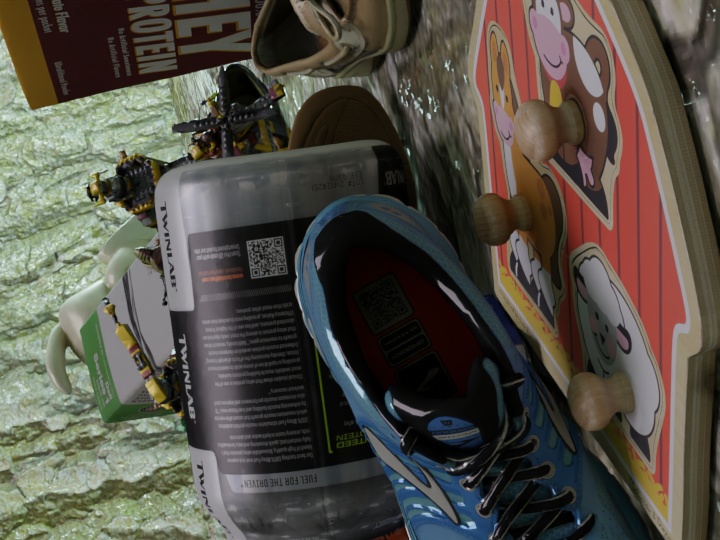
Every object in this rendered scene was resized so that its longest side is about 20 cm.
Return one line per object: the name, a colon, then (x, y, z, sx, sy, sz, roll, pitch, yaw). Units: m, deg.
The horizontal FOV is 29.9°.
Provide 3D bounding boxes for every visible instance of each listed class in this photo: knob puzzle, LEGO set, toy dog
knob puzzle: (0.064, -0.030, 0.454, 0.220, 0.030, 0.220, 166, 90, -81)
LEGO set: (-0.095, -0.009, 0.791, 0.116, 0.153, 0.201, 11, -111, -64)
toy dog: (-0.155, 0.064, 1.183, 0.200, 0.194, 0.140, 38, 142, 15)

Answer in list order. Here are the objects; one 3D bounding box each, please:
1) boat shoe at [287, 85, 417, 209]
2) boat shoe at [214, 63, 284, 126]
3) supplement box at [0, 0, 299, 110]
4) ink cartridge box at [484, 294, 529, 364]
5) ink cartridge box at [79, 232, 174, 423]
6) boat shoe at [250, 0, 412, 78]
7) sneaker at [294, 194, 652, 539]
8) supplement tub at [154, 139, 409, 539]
boat shoe: (0.000, 0.000, 0.748, 0.069, 0.073, 0.201, 176, 85, -86)
boat shoe: (-0.101, -0.114, 1.188, 0.200, 0.073, 0.065, -115, 9, -51)
supplement box: (-0.127, -0.231, 0.785, 0.133, 0.197, 0.200, 97, 156, -66)
ink cartridge box: (0.064, 0.119, 0.595, 0.094, 0.044, 0.201, -101, -2, -78)
ink cartridge box: (-0.100, 0.035, 0.980, 0.200, 0.146, 0.085, -41, 60, 54)
boat shoe: (-0.018, -0.135, 0.689, 0.200, 0.063, 0.074, 126, 129, -78)
sneaker: (0.035, 0.062, 0.461, 0.200, 0.078, 0.090, 55, -178, 6)
supplement tub: (-0.028, 0.043, 0.653, 0.123, 0.122, 0.201, -171, 73, -80)
